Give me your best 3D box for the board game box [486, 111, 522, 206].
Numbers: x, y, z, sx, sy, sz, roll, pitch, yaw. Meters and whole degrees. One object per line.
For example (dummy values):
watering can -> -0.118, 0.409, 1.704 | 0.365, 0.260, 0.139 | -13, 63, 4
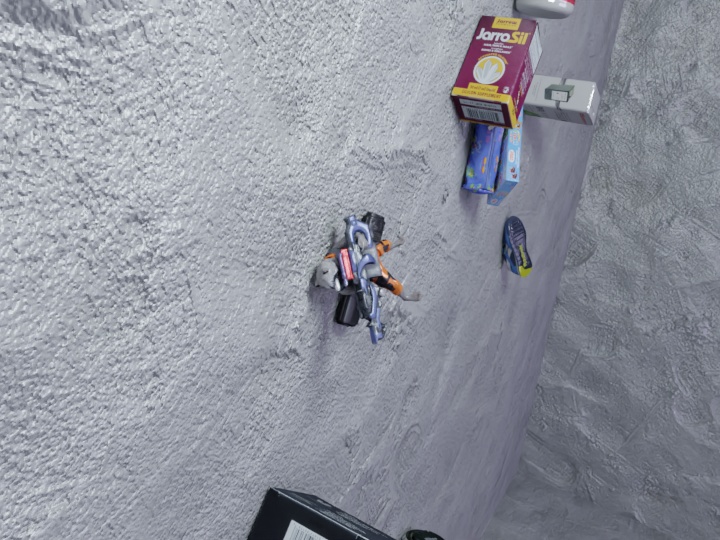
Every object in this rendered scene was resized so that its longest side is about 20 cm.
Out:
board game box -> 0.346, -0.278, 1.488 | 0.152, 0.036, 0.204 | 110, -13, -74

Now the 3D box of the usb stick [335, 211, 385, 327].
usb stick -> 0.000, 0.000, 1.081 | 0.055, 0.032, 0.204 | 14, 92, -56

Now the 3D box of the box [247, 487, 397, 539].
box -> -0.058, 0.468, 1.043 | 0.119, 0.194, 0.200 | -65, 153, -14

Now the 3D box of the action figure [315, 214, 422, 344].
action figure -> 0.009, 0.022, 1.004 | 0.191, 0.104, 0.205 | 4, 74, -39

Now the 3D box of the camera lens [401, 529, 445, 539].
camera lens -> 0.174, 0.863, 1.769 | 0.159, 0.157, 0.204 | 13, 93, -64

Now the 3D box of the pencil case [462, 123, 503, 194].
pencil case -> 0.292, -0.279, 1.448 | 0.087, 0.076, 0.204 | -108, -154, -74

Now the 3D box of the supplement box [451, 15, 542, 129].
supplement box -> 0.292, -0.420, 1.313 | 0.203, 0.129, 0.103 | -69, 153, -12

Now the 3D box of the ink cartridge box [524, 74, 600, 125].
ink cartridge box -> 0.555, -0.476, 1.727 | 0.145, 0.197, 0.086 | 4, 101, -63

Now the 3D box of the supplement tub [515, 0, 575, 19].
supplement tub -> 0.451, -0.710, 1.455 | 0.140, 0.138, 0.204 | -16, 118, -60

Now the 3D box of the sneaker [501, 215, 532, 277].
sneaker -> 0.483, -0.076, 1.968 | 0.073, 0.082, 0.204 | -24, 112, -23
